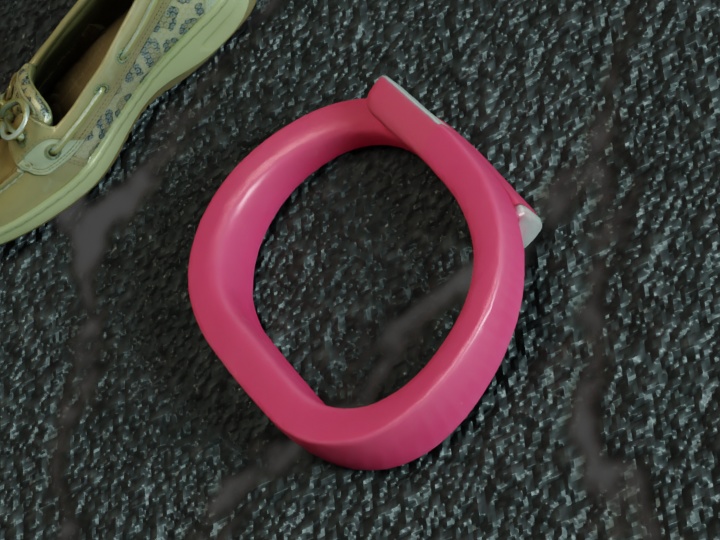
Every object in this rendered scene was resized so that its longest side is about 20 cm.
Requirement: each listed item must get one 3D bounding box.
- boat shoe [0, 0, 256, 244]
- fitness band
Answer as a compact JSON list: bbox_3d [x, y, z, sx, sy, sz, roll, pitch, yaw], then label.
[{"bbox_3d":[-0.137,-0.097,1.454,0.200,0.063,0.073,-46,43,8],"label":"boat shoe"},{"bbox_3d":[0.000,0.000,1.293,0.144,0.037,0.200,-50,41,7],"label":"fitness band"}]
